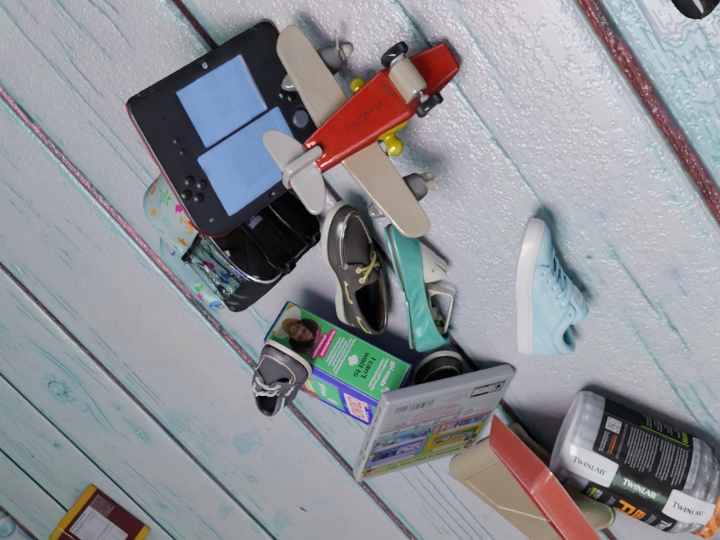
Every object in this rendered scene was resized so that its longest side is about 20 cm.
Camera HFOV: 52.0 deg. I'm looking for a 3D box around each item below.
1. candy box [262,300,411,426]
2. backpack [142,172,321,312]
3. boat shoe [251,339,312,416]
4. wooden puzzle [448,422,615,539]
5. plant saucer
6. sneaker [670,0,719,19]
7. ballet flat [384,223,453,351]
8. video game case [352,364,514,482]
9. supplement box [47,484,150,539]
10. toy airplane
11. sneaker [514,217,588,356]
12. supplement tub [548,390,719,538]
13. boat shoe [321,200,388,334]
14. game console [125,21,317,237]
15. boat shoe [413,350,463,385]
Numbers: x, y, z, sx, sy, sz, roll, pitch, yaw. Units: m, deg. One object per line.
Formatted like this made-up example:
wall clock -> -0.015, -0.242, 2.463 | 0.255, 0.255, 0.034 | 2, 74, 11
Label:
candy box -> -0.031, 0.145, 1.063 | 0.198, 0.078, 0.170 | 25, 158, 11
backpack -> -0.172, -0.064, 0.936 | 0.200, 0.178, 0.150 | 49, 130, -9
boat shoe -> -0.113, 0.152, 0.998 | 0.072, 0.063, 0.200 | 30, 156, 5
wooden puzzle -> 0.255, 0.326, 1.113 | 0.200, 0.037, 0.185 | 43, 137, -1
plant saucer -> 0.246, 0.299, 0.954 | 0.201, 0.037, 0.200 | 53, 178, -12
sneaker -> 0.215, -0.285, 0.598 | 0.201, 0.076, 0.087 | 52, 149, -12
ballet flat -> 0.081, 0.018, 0.941 | 0.069, 0.068, 0.202 | -10, 124, 8
video game case -> 0.097, 0.209, 1.008 | 0.022, 0.198, 0.183 | 59, 146, 38
supplement box -> -0.695, 0.703, 1.945 | 0.199, 0.133, 0.197 | 39, 137, -4
toy airplane -> -0.004, -0.147, 0.786 | 0.197, 0.141, 0.203 | 10, 99, 8
sneaker -> 0.222, 0.021, 0.850 | 0.081, 0.074, 0.201 | 4, 137, 18
supplement tub -> 0.346, 0.243, 0.918 | 0.198, 0.123, 0.123 | 22, 135, 14
boat shoe -> 0.000, 0.000, 0.947 | 0.060, 0.072, 0.203 | 27, 145, 33
game console -> -0.139, -0.155, 0.828 | 0.031, 0.200, 0.178 | 18, 140, 50
boat shoe -> 0.103, 0.191, 1.056 | 0.071, 0.061, 0.202 | 9, 138, -6
